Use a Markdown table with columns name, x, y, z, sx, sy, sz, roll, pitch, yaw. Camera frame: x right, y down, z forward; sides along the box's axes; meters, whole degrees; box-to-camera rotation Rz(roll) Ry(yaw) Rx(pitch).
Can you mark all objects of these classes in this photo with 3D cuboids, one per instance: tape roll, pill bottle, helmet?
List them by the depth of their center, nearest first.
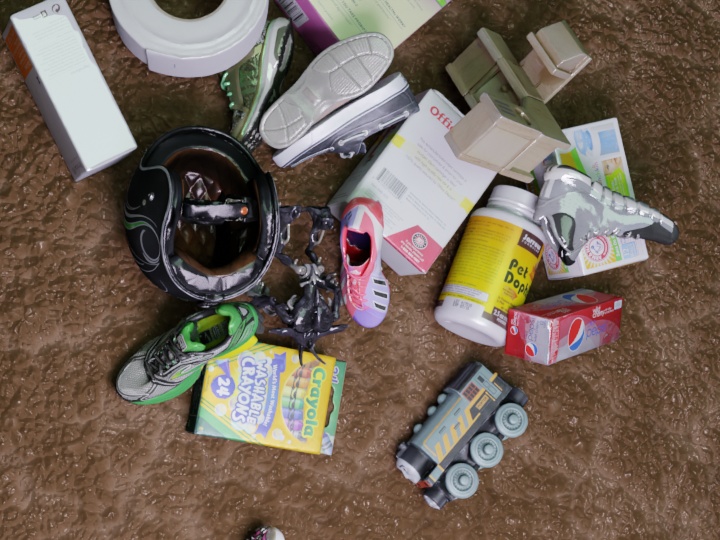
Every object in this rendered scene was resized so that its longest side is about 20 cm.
| name | x | y | z | sx | sy | sz | roll | pitch | yaw |
| --- | --- | --- | --- | --- | --- | --- | --- | --- | --- |
| helmet | -0.193 | -0.067 | 1.631 | 0.199 | 0.191 | 0.201 | -8 | 112 | -20 |
| tape roll | -0.212 | -0.344 | 1.675 | 0.201 | 0.071 | 0.204 | 1 | 79 | -6 |
| pill bottle | 0.180 | -0.008 | 1.812 | 0.109 | 0.109 | 0.201 | 25 | 78 | -18 |

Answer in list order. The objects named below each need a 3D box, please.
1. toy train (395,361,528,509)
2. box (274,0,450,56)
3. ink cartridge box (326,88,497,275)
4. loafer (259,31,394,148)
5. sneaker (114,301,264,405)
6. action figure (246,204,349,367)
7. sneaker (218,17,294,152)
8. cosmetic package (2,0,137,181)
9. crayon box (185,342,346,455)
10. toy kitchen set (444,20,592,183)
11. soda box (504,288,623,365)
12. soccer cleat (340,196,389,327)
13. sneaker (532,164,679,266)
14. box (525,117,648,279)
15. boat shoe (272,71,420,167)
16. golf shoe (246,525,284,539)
| name | x | y | z | sx | sy | sz | roll | pitch | yaw |
| --- | --- | --- | --- | --- | --- | --- | --- | --- | --- |
| toy train | 0.135 | 0.217 | 1.800 | 0.114 | 0.085 | 0.200 | 42 | 75 | -1 |
| box | 0.005 | -0.376 | 1.777 | 0.200 | 0.097 | 0.176 | -43 | 102 | -17 |
| ink cartridge box | 0.075 | -0.115 | 1.792 | 0.145 | 0.083 | 0.200 | 42 | 73 | -14 |
| loafer | -0.044 | -0.231 | 1.706 | 0.200 | 0.063 | 0.072 | -38 | 96 | 8 |
| sneaker | -0.217 | 0.092 | 1.636 | 0.199 | 0.085 | 0.078 | -34 | 72 | 10 |
| action figure | -0.076 | 0.018 | 1.718 | 0.118 | 0.102 | 0.202 | -1 | 91 | -26 |
| sneaker | -0.149 | -0.236 | 1.737 | 0.088 | 0.077 | 0.201 | 16 | 81 | 12 |
| cosmetic package | -0.350 | -0.216 | 1.626 | 0.071 | 0.101 | 0.201 | -28 | 96 | -20 |
| crayon box | -0.110 | 0.160 | 1.720 | 0.199 | 0.052 | 0.127 | 12 | 82 | -20 |
| toy kitchen set | 0.183 | -0.252 | 1.729 | 0.180 | 0.163 | 0.201 | 11 | 43 | -52 |
| soda box | 0.273 | 0.072 | 1.812 | 0.199 | 0.070 | 0.064 | -11 | 110 | -52 |
| soccer cleat | 0.000 | 0.000 | 1.720 | 0.066 | 0.201 | 0.077 | 10 | 38 | 12 |
| sneaker | 0.313 | -0.049 | 1.784 | 0.199 | 0.075 | 0.116 | 25 | 83 | -7 |
| box | 0.305 | -0.096 | 1.870 | 0.112 | 0.101 | 0.201 | -15 | 92 | -21 |
| boat shoe | -0.017 | -0.176 | 1.745 | 0.199 | 0.072 | 0.068 | -31 | 104 | 3 |
| golf shoe | -0.115 | 0.417 | 1.694 | 0.092 | 0.073 | 0.202 | 8 | 93 | -26 |
